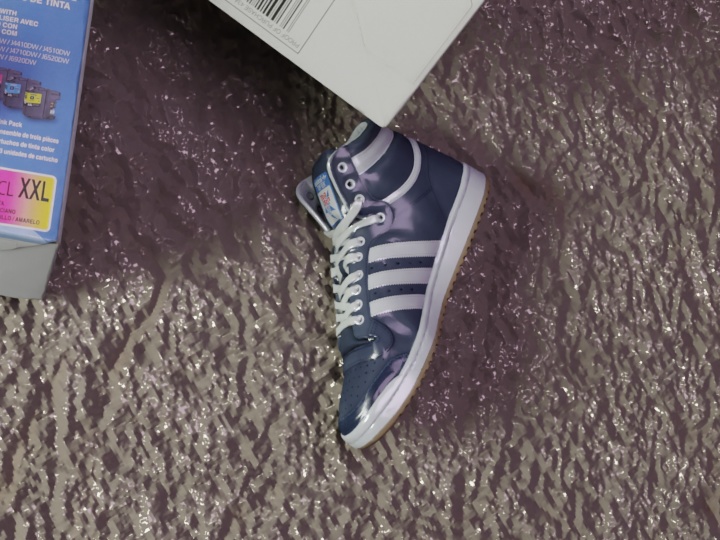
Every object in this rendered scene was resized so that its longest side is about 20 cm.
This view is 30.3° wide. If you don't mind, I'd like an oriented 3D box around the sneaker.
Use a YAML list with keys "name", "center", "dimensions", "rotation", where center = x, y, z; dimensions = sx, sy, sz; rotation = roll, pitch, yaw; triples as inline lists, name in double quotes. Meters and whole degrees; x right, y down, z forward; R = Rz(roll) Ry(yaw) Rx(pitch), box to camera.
- name: "sneaker"
  center: [0.000, 0.000, 0.805]
  dimensions: [0.108, 0.070, 0.202]
  rotation: [31, 62, -15]

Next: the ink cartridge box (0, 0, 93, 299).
- name: "ink cartridge box"
  center: [-0.190, -0.098, 0.725]
  dimensions: [0.075, 0.136, 0.203]
  rotation: [10, 73, -15]

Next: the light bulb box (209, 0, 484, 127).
- name: "light bulb box"
  center: [-0.007, -0.228, 0.789]
  dimensions: [0.197, 0.125, 0.201]
  rotation: [36, 38, -8]
